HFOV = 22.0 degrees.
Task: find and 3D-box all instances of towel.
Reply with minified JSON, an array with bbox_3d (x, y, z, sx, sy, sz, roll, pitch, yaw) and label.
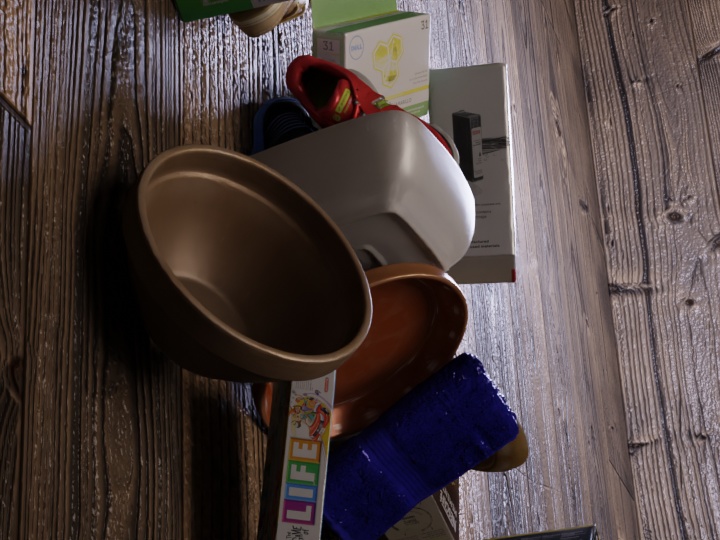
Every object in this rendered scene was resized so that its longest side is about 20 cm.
[{"bbox_3d":[0.047,0.167,1.652,0.050,0.200,0.148,52,0,30],"label":"towel"}]

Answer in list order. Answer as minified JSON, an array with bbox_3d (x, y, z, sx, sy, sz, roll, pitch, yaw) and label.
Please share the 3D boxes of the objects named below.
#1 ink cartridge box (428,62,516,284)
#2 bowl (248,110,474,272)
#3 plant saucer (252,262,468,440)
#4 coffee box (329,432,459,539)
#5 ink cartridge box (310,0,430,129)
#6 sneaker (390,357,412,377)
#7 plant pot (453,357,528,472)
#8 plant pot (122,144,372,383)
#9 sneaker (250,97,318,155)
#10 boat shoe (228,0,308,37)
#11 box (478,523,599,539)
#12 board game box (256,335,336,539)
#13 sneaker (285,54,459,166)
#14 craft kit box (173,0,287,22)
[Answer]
[{"bbox_3d":[0.115,-0.096,1.891,0.144,0.084,0.200,67,21,-78],"label":"ink cartridge box"},{"bbox_3d":[-0.010,-0.034,1.548,0.200,0.199,0.075,48,29,-56],"label":"bowl"},{"bbox_3d":[-0.002,0.067,1.563,0.032,0.200,0.200,54,-1,35],"label":"plant saucer"},{"bbox_3d":[0.032,0.177,1.797,0.113,0.080,0.200,-87,160,-44],"label":"coffee box"},{"bbox_3d":[0.010,-0.237,1.767,0.145,0.048,0.200,-22,119,-51],"label":"ink cartridge box"},{"bbox_3d":[0.044,-0.004,1.664,0.070,0.080,0.201,24,61,-63],"label":"sneaker"},{"bbox_3d":[0.080,0.139,1.860,0.027,0.200,0.200,-48,137,-23],"label":"plant pot"},{"bbox_3d":[-0.098,0.012,1.341,0.201,0.093,0.201,29,35,-23],"label":"plant pot"},{"bbox_3d":[-0.057,-0.104,1.670,0.200,0.078,0.070,-76,150,-58],"label":"sneaker"},{"bbox_3d":[-0.077,-0.263,1.721,0.200,0.074,0.069,-81,149,-54],"label":"boat shoe"},{"bbox_3d":[0.164,0.355,1.927,0.049,0.200,0.160,-59,135,-66],"label":"box"},{"bbox_3d":[-0.052,0.165,1.414,0.134,0.034,0.200,117,-20,-67],"label":"board game box"},{"bbox_3d":[0.002,-0.126,1.627,0.200,0.077,0.085,38,6,36],"label":"sneaker"},{"bbox_3d":[-0.049,-0.290,1.601,0.198,0.200,0.049,-73,150,-60],"label":"craft kit box"}]
